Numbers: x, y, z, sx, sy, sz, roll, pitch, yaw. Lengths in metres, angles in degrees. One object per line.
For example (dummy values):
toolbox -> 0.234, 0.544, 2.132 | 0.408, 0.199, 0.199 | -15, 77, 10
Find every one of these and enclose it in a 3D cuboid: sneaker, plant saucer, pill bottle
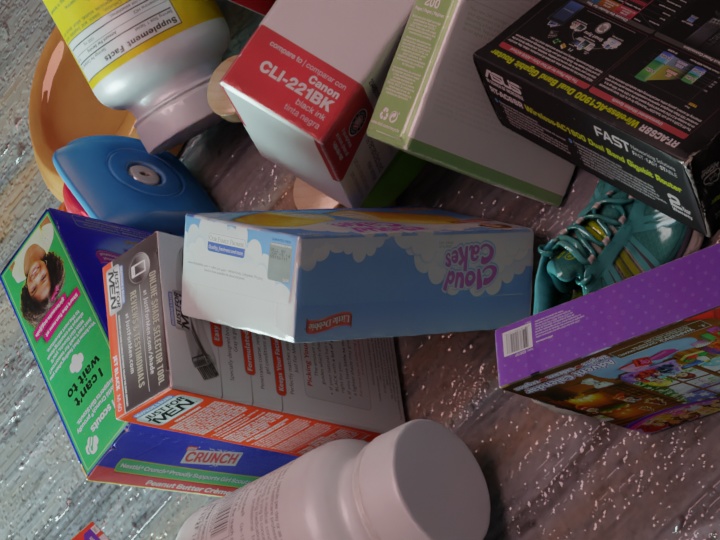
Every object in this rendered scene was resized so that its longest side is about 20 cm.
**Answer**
sneaker -> 0.150, -0.009, 1.466 | 0.077, 0.079, 0.201 | 20, 91, 48
plant saucer -> -0.200, -0.144, 1.913 | 0.200, 0.037, 0.201 | -17, 65, 42
pill bottle -> -0.167, -0.193, 1.791 | 0.112, 0.112, 0.200 | -29, 89, 37
pill bottle -> -0.018, 0.173, 1.557 | 0.200, 0.114, 0.115 | -30, 57, 37

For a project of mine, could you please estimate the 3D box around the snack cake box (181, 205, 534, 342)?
snack cake box -> 0.000, 0.000, 1.527 | 0.115, 0.199, 0.068 | 10, 100, 48

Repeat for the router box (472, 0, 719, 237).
router box -> 0.186, -0.118, 1.427 | 0.150, 0.062, 0.200 | -39, 40, -16

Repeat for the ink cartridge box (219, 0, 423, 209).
ink cartridge box -> 0.010, -0.158, 1.567 | 0.084, 0.144, 0.200 | 31, 81, 16

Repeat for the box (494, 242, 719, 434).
box -> 0.194, 0.037, 1.362 | 0.200, 0.137, 0.039 | -23, 60, 40

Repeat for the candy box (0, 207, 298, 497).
candy box -> -0.137, 0.061, 1.679 | 0.077, 0.169, 0.200 | -54, 45, 24

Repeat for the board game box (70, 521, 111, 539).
board game box -> -0.109, 0.268, 1.565 | 0.046, 0.200, 0.151 | -41, 42, -12

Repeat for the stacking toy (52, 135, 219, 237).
stacking toy -> -0.195, 0.007, 1.826 | 0.110, 0.116, 0.200 | 51, 128, 39

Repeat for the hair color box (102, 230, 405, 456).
hair color box -> -0.068, 0.054, 1.585 | 0.064, 0.200, 0.111 | -30, 56, 39

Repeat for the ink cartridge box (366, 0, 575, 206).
ink cartridge box -> 0.102, -0.153, 1.516 | 0.048, 0.145, 0.201 | 25, 95, 49

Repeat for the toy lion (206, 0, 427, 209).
toy lion -> -0.002, -0.147, 1.691 | 0.192, 0.069, 0.200 | -49, 51, 10

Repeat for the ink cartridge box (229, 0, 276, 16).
ink cartridge box -> -0.111, -0.287, 1.744 | 0.084, 0.200, 0.176 | -42, 50, 28
